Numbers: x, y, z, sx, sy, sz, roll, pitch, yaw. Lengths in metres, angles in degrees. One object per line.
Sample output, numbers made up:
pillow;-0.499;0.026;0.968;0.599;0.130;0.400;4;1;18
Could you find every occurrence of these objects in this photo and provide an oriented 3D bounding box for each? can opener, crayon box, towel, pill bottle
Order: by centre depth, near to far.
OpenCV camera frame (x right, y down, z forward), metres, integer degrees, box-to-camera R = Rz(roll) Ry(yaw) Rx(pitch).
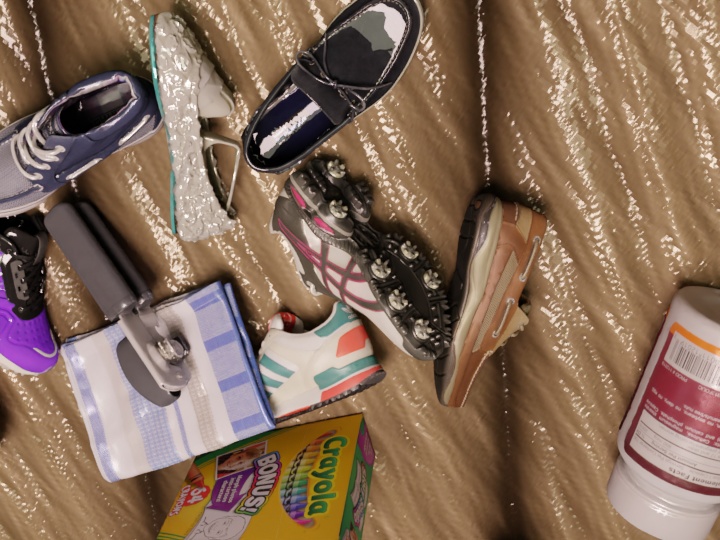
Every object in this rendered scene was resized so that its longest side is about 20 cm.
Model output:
pill bottle;0.292;0.126;0.773;0.113;0.114;0.201;15;112;0
can opener;-0.218;0.030;0.795;0.066;0.053;0.201;-34;84;18
crayon box;-0.083;0.216;0.803;0.171;0.200;0.059;-14;110;11
towel;-0.184;0.106;0.831;0.199;0.024;0.148;-21;86;22

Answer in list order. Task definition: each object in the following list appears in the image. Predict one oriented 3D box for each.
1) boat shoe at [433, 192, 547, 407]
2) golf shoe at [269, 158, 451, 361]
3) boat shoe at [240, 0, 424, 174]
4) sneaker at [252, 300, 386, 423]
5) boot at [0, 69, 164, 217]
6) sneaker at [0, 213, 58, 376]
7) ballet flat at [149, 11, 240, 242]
boat shoe;0.113;0.033;0.779;0.073;0.076;0.201;8;118;-7
golf shoe;0.000;0.000;0.768;0.201;0.077;0.088;54;131;10
boat shoe;-0.025;-0.150;0.730;0.200;0.062;0.075;-42;100;18
sneaker;-0.075;0.092;0.837;0.199;0.070;0.094;-23;81;23
boot;-0.258;-0.107;0.735;0.199;0.090;0.073;-30;91;3
sneaker;-0.322;0.001;0.818;0.099;0.070;0.201;-25;107;12
ballet flat;-0.134;-0.119;0.755;0.071;0.072;0.201;3;119;5
